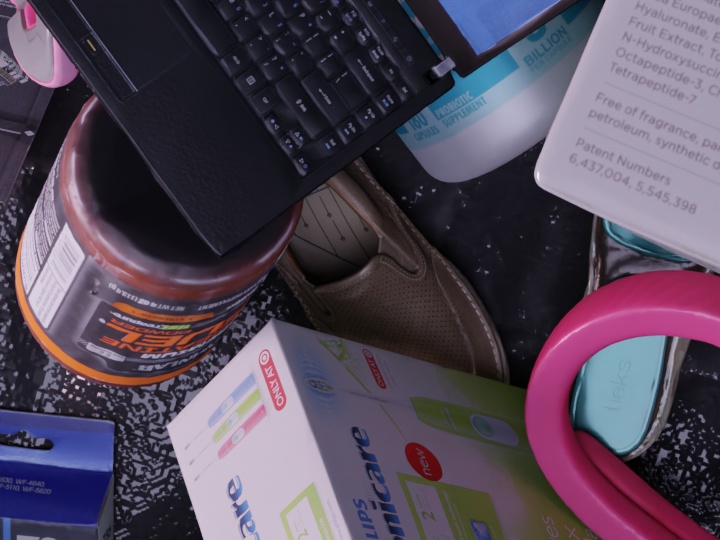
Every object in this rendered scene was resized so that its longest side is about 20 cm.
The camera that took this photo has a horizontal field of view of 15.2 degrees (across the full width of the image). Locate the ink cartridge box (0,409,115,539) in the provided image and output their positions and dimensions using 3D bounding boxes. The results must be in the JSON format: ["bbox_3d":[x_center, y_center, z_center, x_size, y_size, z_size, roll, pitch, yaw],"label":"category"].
[{"bbox_3d":[-0.177,0.168,1.374,0.099,0.039,0.200,5,110,8],"label":"ink cartridge box"}]

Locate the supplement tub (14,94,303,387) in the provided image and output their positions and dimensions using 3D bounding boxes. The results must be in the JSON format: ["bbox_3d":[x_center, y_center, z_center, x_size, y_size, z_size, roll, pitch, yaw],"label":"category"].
[{"bbox_3d":[-0.097,-0.011,1.214,0.107,0.200,0.107,5,70,-14],"label":"supplement tub"}]

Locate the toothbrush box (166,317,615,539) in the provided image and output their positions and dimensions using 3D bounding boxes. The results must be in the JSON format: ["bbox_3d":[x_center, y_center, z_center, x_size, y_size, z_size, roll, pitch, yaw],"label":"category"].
[{"bbox_3d":[0.029,0.120,1.215,0.200,0.146,0.086,17,129,-39],"label":"toothbrush box"}]

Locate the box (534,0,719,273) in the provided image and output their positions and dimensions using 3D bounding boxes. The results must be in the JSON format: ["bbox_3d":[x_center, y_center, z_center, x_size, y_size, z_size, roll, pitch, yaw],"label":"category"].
[{"bbox_3d":[0.205,-0.065,1.078,0.200,0.199,0.171,25,93,17],"label":"box"}]

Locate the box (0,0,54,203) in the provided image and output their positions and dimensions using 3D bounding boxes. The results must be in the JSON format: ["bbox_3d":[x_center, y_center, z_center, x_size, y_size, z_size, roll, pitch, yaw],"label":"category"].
[{"bbox_3d":[-0.225,-0.123,1.213,0.200,0.048,0.158,10,118,-32],"label":"box"}]

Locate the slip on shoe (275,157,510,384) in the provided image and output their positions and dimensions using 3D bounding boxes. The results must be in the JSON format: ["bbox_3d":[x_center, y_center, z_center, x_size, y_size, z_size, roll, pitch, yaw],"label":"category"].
[{"bbox_3d":[0.000,0.000,1.271,0.076,0.061,0.200,-27,104,17],"label":"slip on shoe"}]

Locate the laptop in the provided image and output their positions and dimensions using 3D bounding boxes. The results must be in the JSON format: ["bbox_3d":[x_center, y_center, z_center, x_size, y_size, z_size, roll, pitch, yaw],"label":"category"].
[{"bbox_3d":[-0.023,-0.135,1.076,0.200,0.103,0.177,-37,94,-10],"label":"laptop"}]

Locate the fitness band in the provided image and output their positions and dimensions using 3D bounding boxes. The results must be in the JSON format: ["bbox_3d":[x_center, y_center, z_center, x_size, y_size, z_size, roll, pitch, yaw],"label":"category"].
[{"bbox_3d":[0.165,0.083,1.197,0.200,0.037,0.144,38,129,-11],"label":"fitness band"}]

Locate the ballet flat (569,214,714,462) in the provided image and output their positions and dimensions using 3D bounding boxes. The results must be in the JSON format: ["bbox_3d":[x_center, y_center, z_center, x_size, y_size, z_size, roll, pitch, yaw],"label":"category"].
[{"bbox_3d":[0.135,-0.008,1.250,0.067,0.062,0.200,21,105,5],"label":"ballet flat"}]

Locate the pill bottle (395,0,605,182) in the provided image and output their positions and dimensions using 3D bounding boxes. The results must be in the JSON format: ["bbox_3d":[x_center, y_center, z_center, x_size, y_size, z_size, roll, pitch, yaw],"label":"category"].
[{"bbox_3d":[0.020,-0.146,1.187,0.111,0.111,0.200,-34,102,18],"label":"pill bottle"}]

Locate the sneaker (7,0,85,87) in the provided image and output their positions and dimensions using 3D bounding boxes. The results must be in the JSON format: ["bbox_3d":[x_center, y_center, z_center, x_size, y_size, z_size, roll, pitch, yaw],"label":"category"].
[{"bbox_3d":[-0.103,-0.176,1.168,0.095,0.079,0.200,0,83,-20],"label":"sneaker"}]
